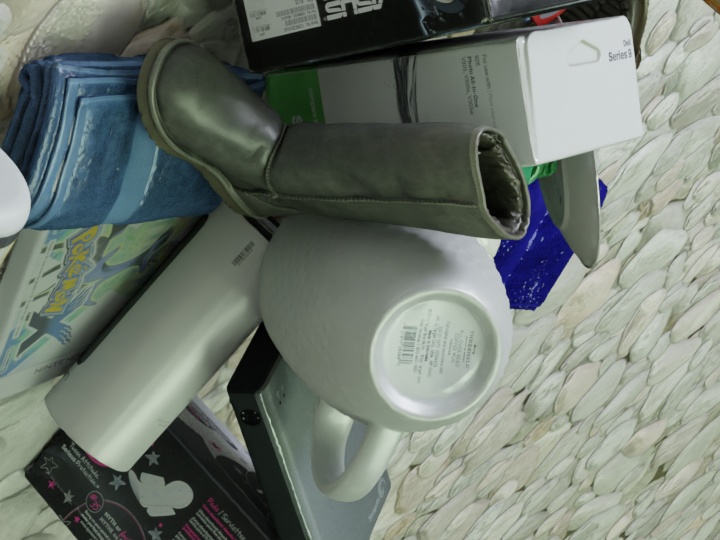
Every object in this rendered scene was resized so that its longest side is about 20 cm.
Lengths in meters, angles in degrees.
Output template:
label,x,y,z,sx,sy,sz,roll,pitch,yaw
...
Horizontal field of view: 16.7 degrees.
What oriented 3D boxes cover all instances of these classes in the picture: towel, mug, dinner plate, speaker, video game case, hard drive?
label,x,y,z,sx,sy,sz,roll,pitch,yaw
towel,-0.142,-0.080,1.526,0.200,0.048,0.112,-8,120,-56
mug,0.014,0.054,1.585,0.147,0.175,0.200,18,99,-19
dinner plate,0.149,-0.099,1.853,0.024,0.201,0.200,-11,151,-4
speaker,-0.127,0.043,1.693,0.200,0.081,0.081,-48,157,9
towel,0.129,-0.019,2.109,0.200,0.050,0.148,-5,136,-56
video game case,-0.172,-0.005,1.667,0.182,0.022,0.200,-21,147,-44
hard drive,-0.034,0.121,1.742,0.140,0.033,0.200,-64,145,-49

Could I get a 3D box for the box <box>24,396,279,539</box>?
label,x,y,z,sx,sy,sz,roll,pitch,yaw
box,-0.127,0.186,1.831,0.115,0.200,0.132,-48,157,10

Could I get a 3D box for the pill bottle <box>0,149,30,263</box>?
label,x,y,z,sx,sy,sz,roll,pitch,yaw
pill bottle,-0.280,0.011,1.398,0.112,0.112,0.200,-6,136,-56

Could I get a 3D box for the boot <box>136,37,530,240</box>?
label,x,y,z,sx,sy,sz,roll,pitch,yaw
boot,-0.015,-0.076,1.476,0.182,0.200,0.073,41,66,-51

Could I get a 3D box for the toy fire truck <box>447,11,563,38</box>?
label,x,y,z,sx,sy,sz,roll,pitch,yaw
toy fire truck,0.090,-0.208,1.728,0.141,0.049,0.200,-44,158,0

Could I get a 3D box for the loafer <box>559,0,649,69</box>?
label,x,y,z,sx,sy,sz,roll,pitch,yaw
loafer,0.186,-0.177,1.929,0.071,0.073,0.200,-43,164,-30

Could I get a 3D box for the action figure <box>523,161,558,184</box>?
label,x,y,z,sx,sy,sz,roll,pitch,yaw
action figure,0.058,-0.091,1.753,0.200,0.055,0.118,11,92,-30

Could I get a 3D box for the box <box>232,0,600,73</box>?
label,x,y,z,sx,sy,sz,roll,pitch,yaw
box,0.045,-0.187,1.504,0.200,0.086,0.164,-8,-173,41

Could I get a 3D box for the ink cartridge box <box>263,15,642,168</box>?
label,x,y,z,sx,sy,sz,roll,pitch,yaw
ink cartridge box,0.062,-0.108,1.586,0.146,0.200,0.084,-18,101,-53

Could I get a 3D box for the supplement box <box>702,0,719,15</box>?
label,x,y,z,sx,sy,sz,roll,pitch,yaw
supplement box,0.276,-0.262,1.848,0.074,0.126,0.200,-45,156,-2

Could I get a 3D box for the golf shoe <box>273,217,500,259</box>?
label,x,y,z,sx,sy,sz,roll,pitch,yaw
golf shoe,0.000,0.000,1.761,0.075,0.199,0.092,44,49,-81
